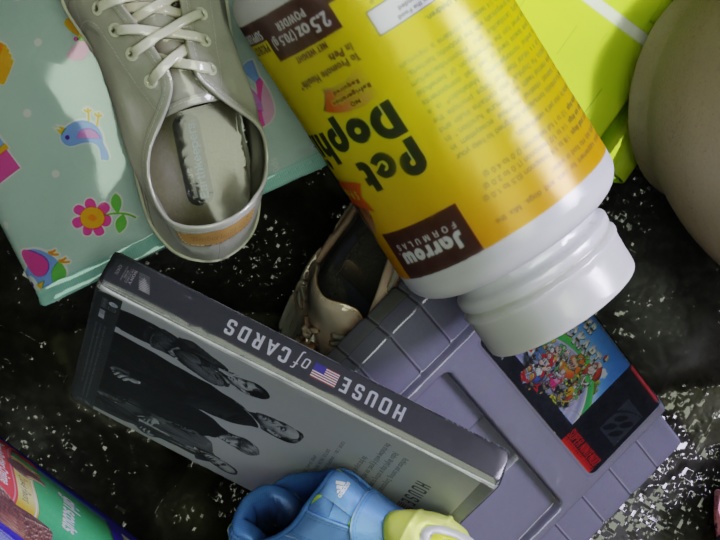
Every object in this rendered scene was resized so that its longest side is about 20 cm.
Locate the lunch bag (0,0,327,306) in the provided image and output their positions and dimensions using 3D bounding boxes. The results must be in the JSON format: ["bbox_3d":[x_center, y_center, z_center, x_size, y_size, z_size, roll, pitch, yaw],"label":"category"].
[{"bbox_3d":[-0.098,-0.102,0.864,0.200,0.122,0.170,-27,98,-3],"label":"lunch bag"}]

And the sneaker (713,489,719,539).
[{"bbox_3d":[0.216,0.163,0.981,0.082,0.070,0.200,31,84,5],"label":"sneaker"}]

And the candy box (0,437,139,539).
[{"bbox_3d":[-0.157,0.149,0.843,0.200,0.169,0.077,41,89,-12],"label":"candy box"}]

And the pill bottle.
[{"bbox_3d":[0.038,-0.065,0.792,0.109,0.109,0.200,-35,100,-7],"label":"pill bottle"}]

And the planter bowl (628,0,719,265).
[{"bbox_3d":[0.222,-0.079,0.903,0.200,0.135,0.200,-16,115,-38],"label":"planter bowl"}]

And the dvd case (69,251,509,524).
[{"bbox_3d":[-0.041,0.073,0.858,0.200,0.150,0.025,27,63,-2],"label":"dvd case"}]

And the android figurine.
[{"bbox_3d":[0.090,-0.128,0.939,0.182,0.041,0.200,33,90,-11],"label":"android figurine"}]

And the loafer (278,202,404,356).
[{"bbox_3d":[0.000,0.000,0.896,0.063,0.072,0.200,17,109,-51],"label":"loafer"}]

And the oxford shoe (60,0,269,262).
[{"bbox_3d":[-0.086,-0.101,0.779,0.075,0.058,0.200,-17,94,-11],"label":"oxford shoe"}]

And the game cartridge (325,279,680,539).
[{"bbox_3d":[0.077,0.071,0.915,0.130,0.038,0.200,-43,126,-2],"label":"game cartridge"}]

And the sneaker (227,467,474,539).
[{"bbox_3d":[-0.027,0.152,0.879,0.105,0.200,0.076,40,44,-3],"label":"sneaker"}]
